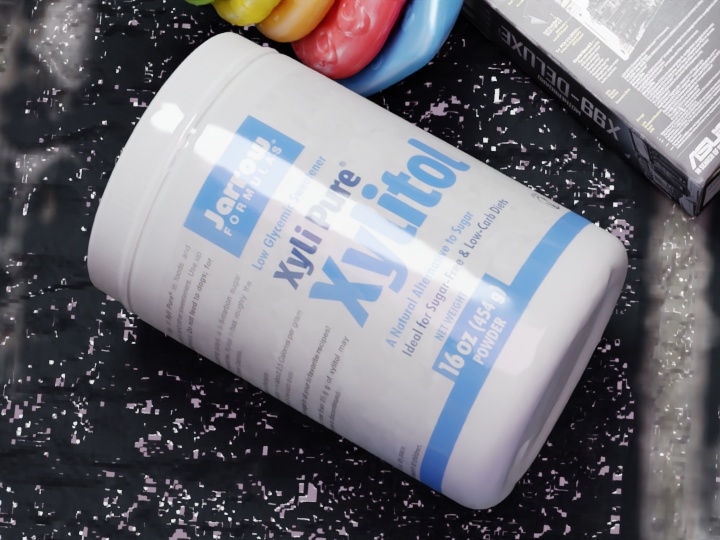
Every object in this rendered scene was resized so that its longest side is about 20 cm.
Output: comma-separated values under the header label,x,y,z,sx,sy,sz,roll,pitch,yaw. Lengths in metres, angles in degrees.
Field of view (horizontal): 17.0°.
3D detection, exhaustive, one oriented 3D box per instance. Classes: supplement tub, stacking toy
label,x,y,z,sx,sy,sz,roll,pitch,yaw
supplement tub,0.000,0.000,1.020,0.199,0.132,0.132,29,81,10
stacking toy,-0.060,-0.151,1.030,0.199,0.110,0.117,12,76,-26

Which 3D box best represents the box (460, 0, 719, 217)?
label,x,y,z,sx,sy,sz,roll,pitch,yaw
box,0.159,-0.150,1.083,0.158,0.050,0.200,41,83,13
